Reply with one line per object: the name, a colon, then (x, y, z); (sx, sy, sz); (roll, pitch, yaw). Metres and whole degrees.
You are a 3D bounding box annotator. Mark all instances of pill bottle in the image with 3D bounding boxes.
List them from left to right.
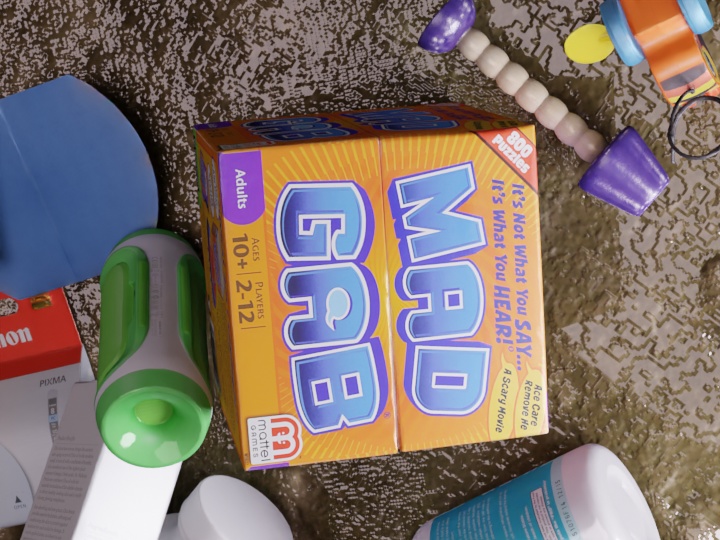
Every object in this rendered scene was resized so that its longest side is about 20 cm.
pill bottle: (-0.144, 0.265, 1.203); (0.119, 0.120, 0.200); (40, 110, 6)
pill bottle: (0.113, 0.216, 1.114); (0.200, 0.111, 0.111); (-29, 92, 21)

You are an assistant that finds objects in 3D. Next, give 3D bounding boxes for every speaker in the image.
speaker: (-0.152, 0.052, 1.113); (0.088, 0.200, 0.089); (-4, 125, -5)

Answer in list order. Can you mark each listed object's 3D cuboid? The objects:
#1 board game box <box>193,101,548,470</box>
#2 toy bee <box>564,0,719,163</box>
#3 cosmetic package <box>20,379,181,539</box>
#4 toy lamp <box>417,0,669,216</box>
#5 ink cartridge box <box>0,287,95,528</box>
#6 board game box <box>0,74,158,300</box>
board game box: (0.000, 0.000, 1.021); (0.199, 0.200, 0.201); (-6, 101, -9)
toy bee: (0.203, -0.154, 1.022); (0.130, 0.109, 0.201); (-2, 77, 26)
cosmetic package: (-0.204, 0.190, 1.162); (0.101, 0.071, 0.201); (-7, 62, 56)
toy lamp: (0.132, -0.116, 1.065); (0.200, 0.058, 0.058); (42, 111, 5)
ink cartridge box: (-0.297, 0.112, 1.257); (0.159, 0.047, 0.201); (-13, 100, 20)
board game box: (-0.249, -0.068, 1.207); (0.199, 0.039, 0.159); (-17, 107, 19)
